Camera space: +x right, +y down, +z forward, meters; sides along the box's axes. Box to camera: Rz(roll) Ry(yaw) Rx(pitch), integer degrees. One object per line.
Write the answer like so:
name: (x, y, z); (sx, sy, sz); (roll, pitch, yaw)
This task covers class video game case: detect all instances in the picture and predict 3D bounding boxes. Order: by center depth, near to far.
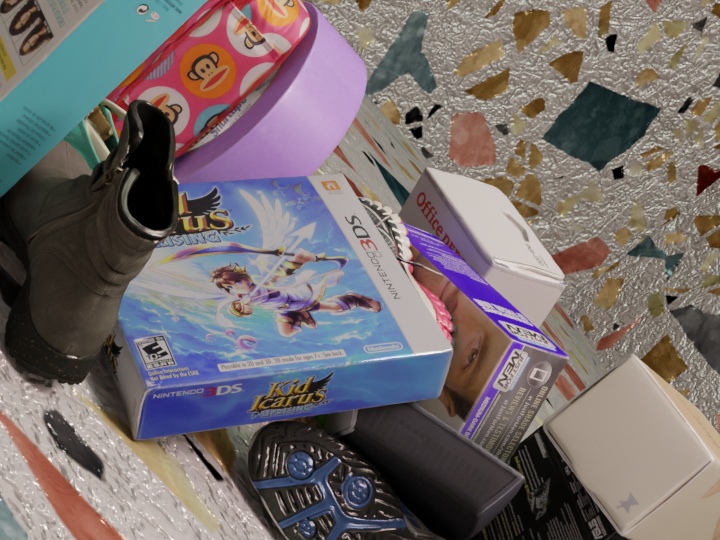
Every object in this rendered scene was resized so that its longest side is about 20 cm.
video game case: (-0.069, 0.014, 0.992); (0.198, 0.046, 0.182); (-5, 41, -26)

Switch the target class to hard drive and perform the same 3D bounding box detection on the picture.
hard drive: (0.031, 0.135, 1.082); (0.134, 0.042, 0.200); (34, -18, 3)

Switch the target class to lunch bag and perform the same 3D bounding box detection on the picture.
lunch bag: (-0.138, -0.179, 1.299); (0.082, 0.200, 0.176); (47, 8, -25)

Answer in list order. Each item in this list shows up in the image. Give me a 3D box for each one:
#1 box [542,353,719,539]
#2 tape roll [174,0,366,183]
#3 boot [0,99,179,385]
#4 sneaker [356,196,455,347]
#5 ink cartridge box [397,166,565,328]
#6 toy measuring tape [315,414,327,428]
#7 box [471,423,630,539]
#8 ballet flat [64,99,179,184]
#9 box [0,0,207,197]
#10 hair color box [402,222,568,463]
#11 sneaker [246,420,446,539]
box: (0.205, 0.133, 1.089); (0.095, 0.078, 0.200); (55, 10, 25)
tape roll: (-0.091, -0.125, 1.310); (0.066, 0.200, 0.200); (45, 11, -29)
boot: (-0.140, -0.042, 0.881); (0.067, 0.131, 0.201); (23, 29, -28)
sneaker: (0.000, 0.000, 1.178); (0.074, 0.081, 0.200); (25, 18, -37)
ink cartridge box: (0.064, 0.039, 1.325); (0.084, 0.201, 0.146); (16, 27, -34)
toy measuring tape: (0.041, 0.155, 1.243); (0.200, 0.073, 0.074); (47, 10, -10)
box: (0.125, 0.215, 1.141); (0.086, 0.164, 0.200); (47, 9, -16)
ballet flat: (-0.165, -0.061, 1.108); (0.201, 0.070, 0.067); (56, 10, 26)
box: (-0.175, -0.122, 0.894); (0.049, 0.200, 0.082); (38, 15, -45)
hair color box: (0.057, 0.055, 1.196); (0.065, 0.110, 0.200); (18, 17, -38)
sneaker: (-0.003, 0.172, 1.041); (0.200, 0.076, 0.077); (45, -17, -17)
